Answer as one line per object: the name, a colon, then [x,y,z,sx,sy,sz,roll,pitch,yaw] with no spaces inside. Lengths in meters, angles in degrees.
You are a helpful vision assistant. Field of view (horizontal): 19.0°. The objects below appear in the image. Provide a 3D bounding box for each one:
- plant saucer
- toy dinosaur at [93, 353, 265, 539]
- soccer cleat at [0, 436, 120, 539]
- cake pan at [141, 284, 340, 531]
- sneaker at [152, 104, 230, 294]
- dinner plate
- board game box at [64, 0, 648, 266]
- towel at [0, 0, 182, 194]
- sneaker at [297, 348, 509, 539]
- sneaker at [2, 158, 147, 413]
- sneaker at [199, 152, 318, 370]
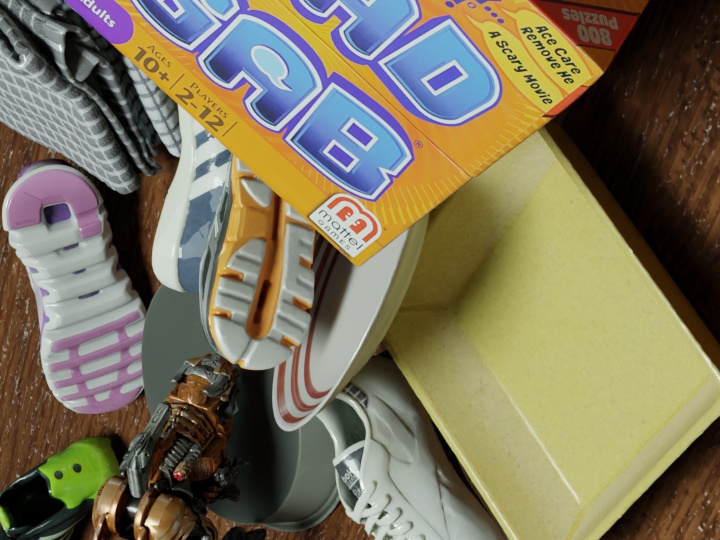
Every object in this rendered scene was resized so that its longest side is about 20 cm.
plant saucer: [0.108,0.037,1.160,0.200,0.048,0.200,57,140,21]
toy dinosaur: [-0.130,0.151,1.332,0.102,0.200,0.136,39,165,28]
soccer cleat: [-0.245,0.182,1.617,0.200,0.081,0.068,-47,66,48]
cake pan: [-0.080,0.080,1.415,0.200,0.037,0.200,21,118,45]
sneaker: [-0.067,-0.077,1.330,0.084,0.075,0.200,15,106,18]
dinner plate: [0.000,0.000,1.222,0.200,0.024,0.200,-58,18,30]
board game box: [0.021,-0.168,1.014,0.200,0.200,0.200,42,139,-9]
towel: [-0.213,-0.149,1.414,0.200,0.086,0.166,35,161,37]
sneaker: [0.033,0.142,1.264,0.076,0.080,0.200,-45,68,46]
sneaker: [-0.199,0.004,1.512,0.088,0.080,0.200,-121,17,-62]
sneaker: [-0.054,-0.038,1.270,0.077,0.078,0.200,-17,53,70]
